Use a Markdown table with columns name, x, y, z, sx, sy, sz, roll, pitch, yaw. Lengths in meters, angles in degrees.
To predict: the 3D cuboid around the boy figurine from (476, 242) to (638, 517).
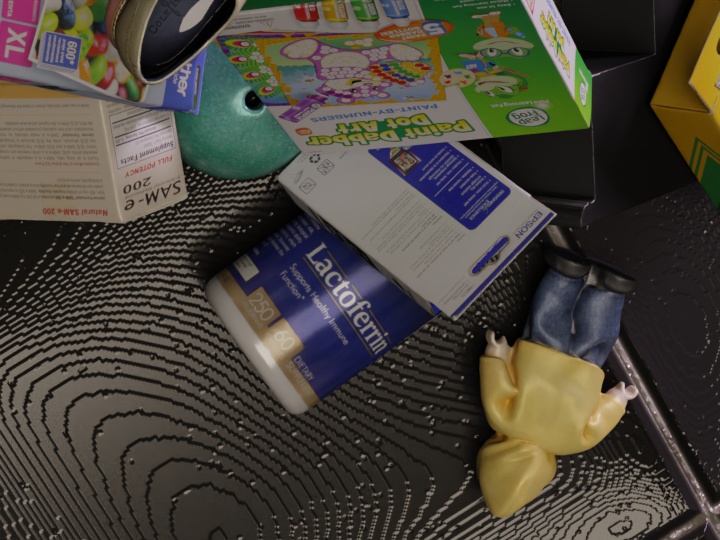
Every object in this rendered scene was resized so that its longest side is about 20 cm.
| name | x | y | z | sx | sy | sz | roll | pitch | yaw |
| --- | --- | --- | --- | --- | --- | --- | --- | --- | --- |
| boy figurine | 0.142 | 0.087 | 1.728 | 0.124 | 0.064 | 0.201 | 15 | 100 | -15 |

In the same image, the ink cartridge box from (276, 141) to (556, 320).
| name | x | y | z | sx | sy | sz | roll | pitch | yaw |
| --- | --- | --- | --- | --- | --- | --- | --- | --- | --- |
| ink cartridge box | 0.040 | -0.041 | 1.559 | 0.099 | 0.200 | 0.039 | -44 | 139 | -6 |

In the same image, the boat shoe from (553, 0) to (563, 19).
| name | x | y | z | sx | sy | sz | roll | pitch | yaw |
| --- | --- | --- | --- | --- | --- | --- | --- | --- | --- |
| boat shoe | 0.089 | -0.193 | 1.658 | 0.201 | 0.063 | 0.074 | 40 | 57 | -29 |

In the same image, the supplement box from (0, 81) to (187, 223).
| name | x | y | z | sx | sy | sz | roll | pitch | yaw |
| --- | --- | --- | --- | --- | --- | --- | --- | --- | --- |
| supplement box | -0.197 | -0.136 | 1.569 | 0.073 | 0.126 | 0.201 | -25 | 113 | -49 |

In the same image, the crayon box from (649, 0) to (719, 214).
| name | x | y | z | sx | sy | sz | roll | pitch | yaw |
| --- | --- | --- | --- | --- | --- | --- | --- | --- | --- |
| crayon box | 0.265 | -0.126 | 1.621 | 0.200 | 0.051 | 0.127 | 50 | 60 | -47 |

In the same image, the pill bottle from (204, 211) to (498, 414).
| name | x | y | z | sx | sy | sz | roll | pitch | yaw |
| --- | --- | --- | --- | --- | --- | --- | --- | --- | --- |
| pill bottle | 0.000 | 0.000 | 1.651 | 0.200 | 0.116 | 0.116 | -36 | 107 | -2 |

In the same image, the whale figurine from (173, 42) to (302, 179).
| name | x | y | z | sx | sy | sz | roll | pitch | yaw |
| --- | --- | --- | --- | --- | --- | --- | --- | --- | --- |
| whale figurine | -0.099 | -0.155 | 1.600 | 0.159 | 0.104 | 0.200 | -30 | 109 | -3 |

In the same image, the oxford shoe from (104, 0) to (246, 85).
| name | x | y | z | sx | sy | sz | roll | pitch | yaw |
| --- | --- | --- | --- | --- | --- | --- | --- | --- | --- |
| oxford shoe | -0.069 | -0.187 | 1.340 | 0.071 | 0.074 | 0.200 | 27 | 109 | -27 |

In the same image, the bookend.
| name | x | y | z | sx | sy | sz | roll | pitch | yaw |
| --- | --- | --- | --- | --- | --- | --- | --- | --- | --- |
| bookend | 0.164 | -0.149 | 1.608 | 0.200 | 0.092 | 0.200 | -22 | 113 | -48 |

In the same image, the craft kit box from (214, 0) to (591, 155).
| name | x | y | z | sx | sy | sz | roll | pitch | yaw |
| --- | --- | --- | --- | --- | --- | --- | --- | --- | --- |
| craft kit box | 0.025 | -0.138 | 1.459 | 0.199 | 0.198 | 0.049 | -5 | 69 | 19 |

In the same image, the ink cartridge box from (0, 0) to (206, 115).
| name | x | y | z | sx | sy | sz | roll | pitch | yaw |
| --- | --- | --- | --- | --- | --- | --- | --- | --- | --- |
| ink cartridge box | -0.160 | -0.168 | 1.483 | 0.200 | 0.042 | 0.120 | 9 | 88 | -47 |
